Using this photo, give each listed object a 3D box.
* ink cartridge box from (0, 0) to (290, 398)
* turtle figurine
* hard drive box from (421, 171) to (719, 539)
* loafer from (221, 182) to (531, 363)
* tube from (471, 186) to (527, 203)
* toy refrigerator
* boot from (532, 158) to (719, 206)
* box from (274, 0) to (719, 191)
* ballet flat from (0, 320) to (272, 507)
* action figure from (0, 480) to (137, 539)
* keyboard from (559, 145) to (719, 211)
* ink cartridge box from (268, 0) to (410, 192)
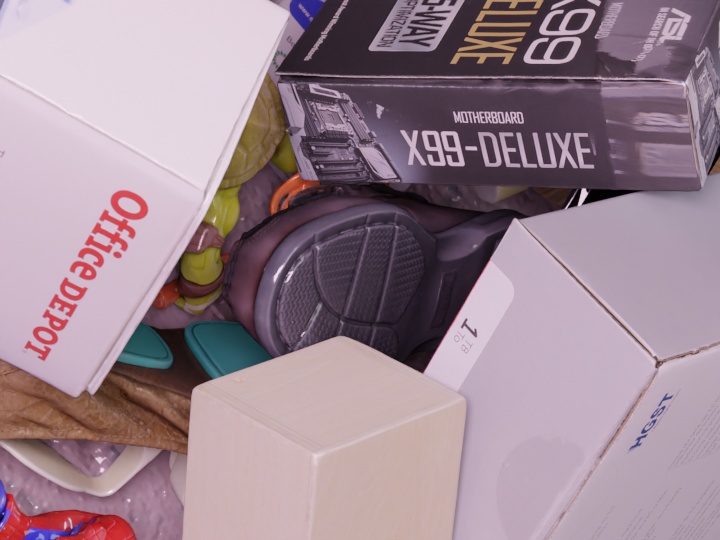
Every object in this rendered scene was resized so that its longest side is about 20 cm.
[{"bbox_3d":[-0.143,-0.063,0.798,0.199,0.147,0.086,27,54,-8],"label":"ink cartridge box"},{"bbox_3d":[-0.074,-0.050,0.937,0.160,0.064,0.202,6,100,-28],"label":"turtle figurine"},{"bbox_3d":[0.109,0.047,0.934,0.199,0.156,0.077,-13,52,-48],"label":"hard drive box"},{"bbox_3d":[0.000,0.000,0.952,0.200,0.063,0.072,-4,114,-58],"label":"loafer"},{"bbox_3d":[0.129,-0.090,1.020,0.199,0.052,0.058,-27,122,-13],"label":"tube"},{"bbox_3d":[-0.021,0.131,0.886,0.076,0.070,0.201,-18,122,-42],"label":"toy refrigerator"},{"bbox_3d":[0.123,-0.103,1.137,0.200,0.072,0.167,37,47,-39],"label":"boot"},{"bbox_3d":[0.076,-0.106,0.962,0.200,0.157,0.050,-60,145,-48],"label":"box"},{"bbox_3d":[-0.073,0.054,0.923,0.199,0.073,0.068,12,26,-34],"label":"ballet flat"},{"bbox_3d":[-0.148,0.098,0.845,0.200,0.065,0.099,36,49,-27],"label":"action figure"},{"bbox_3d":[0.074,0.020,1.006,0.104,0.040,0.201,25,97,-54],"label":"keyboard"},{"bbox_3d":[0.016,-0.113,1.067,0.095,0.037,0.200,49,54,-19],"label":"ink cartridge box"}]
